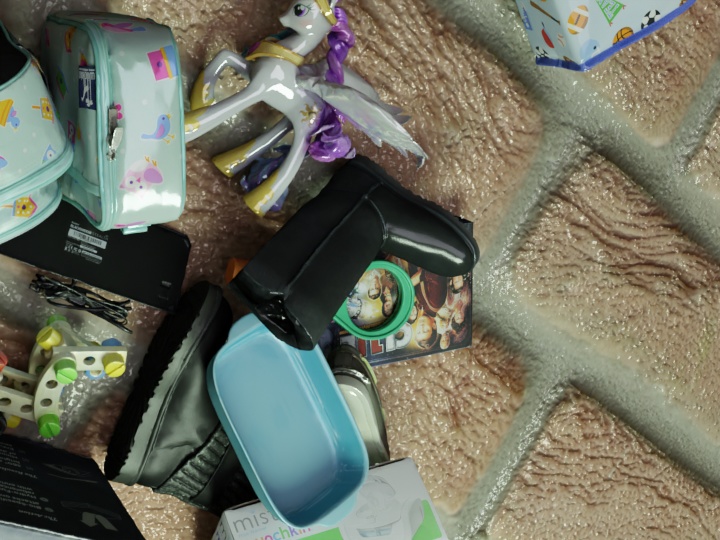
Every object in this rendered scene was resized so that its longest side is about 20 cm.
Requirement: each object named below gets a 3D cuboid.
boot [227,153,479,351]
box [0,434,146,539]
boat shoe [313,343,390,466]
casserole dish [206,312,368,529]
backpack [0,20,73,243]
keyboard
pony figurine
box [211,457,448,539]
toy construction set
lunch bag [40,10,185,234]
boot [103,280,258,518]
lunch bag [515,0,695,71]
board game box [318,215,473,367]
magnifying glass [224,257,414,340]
[{"bbox_3d":[-0.001,0.000,1.008,0.200,0.164,0.066,-49,170,-44],"label":"boot"},{"bbox_3d":[-0.300,0.218,0.905,0.196,0.200,0.118,22,93,-31],"label":"box"},{"bbox_3d":[-0.006,0.158,1.113,0.071,0.061,0.203,-1,134,7],"label":"boat shoe"},{"bbox_3d":[-0.068,0.134,0.992,0.121,0.039,0.201,-31,97,-40],"label":"casserole dish"},{"bbox_3d":[-0.304,-0.093,0.817,0.175,0.200,0.154,-26,115,-21],"label":"backpack"},{"bbox_3d":[-0.248,-0.012,0.976,0.199,0.039,0.105,23,69,-30],"label":"keyboard"},{"bbox_3d":[-0.047,-0.148,0.988,0.200,0.167,0.193,-44,113,7],"label":"pony figurine"},{"bbox_3d":[-0.042,0.278,1.075,0.198,0.097,0.177,-10,149,-26],"label":"box"},{"bbox_3d":[-0.306,0.069,0.923,0.199,0.092,0.131,33,111,-24],"label":"toy construction set"},{"bbox_3d":[-0.197,-0.117,0.869,0.076,0.200,0.162,-4,107,-26],"label":"lunch bag"},{"bbox_3d":[-0.130,0.126,1.042,0.157,0.079,0.212,22,100,-26],"label":"boot"},{"bbox_3d":[0.245,-0.317,1.105,0.199,0.124,0.171,-31,114,-10],"label":"lunch bag"},{"bbox_3d":[0.022,0.026,1.124,0.198,0.035,0.137,-10,108,-26],"label":"board game box"},{"bbox_3d":[-0.035,0.018,1.061,0.199,0.022,0.080,11,98,-32],"label":"magnifying glass"}]
